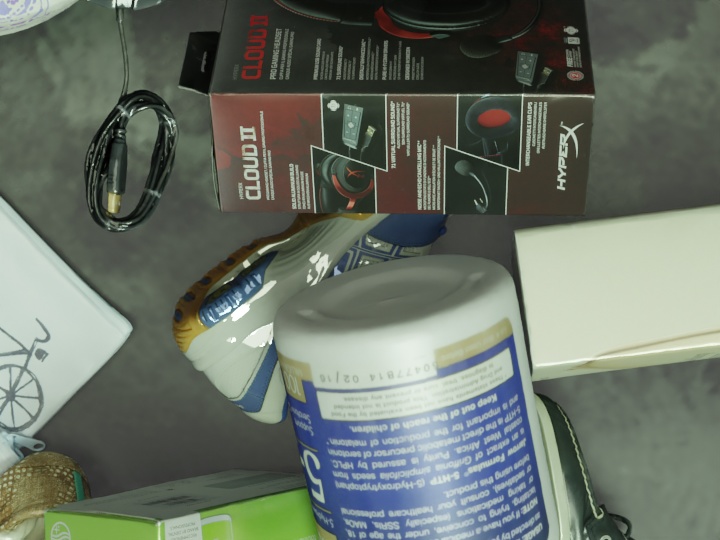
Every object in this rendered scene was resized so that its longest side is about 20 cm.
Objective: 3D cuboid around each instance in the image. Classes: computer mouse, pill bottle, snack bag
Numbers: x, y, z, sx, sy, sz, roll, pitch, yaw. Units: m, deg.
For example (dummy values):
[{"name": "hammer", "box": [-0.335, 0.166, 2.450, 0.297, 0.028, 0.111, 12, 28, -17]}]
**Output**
[{"name": "computer mouse", "box": [-0.115, -0.119, 0.833, 0.059, 0.034, 0.200, -3, 92, -20]}, {"name": "pill bottle", "box": [0.034, 0.103, 0.845, 0.119, 0.120, 0.200, -11, 105, 3]}, {"name": "snack bag", "box": [-0.249, 0.039, 0.943, 0.200, 0.021, 0.189, -44, 89, 3]}]

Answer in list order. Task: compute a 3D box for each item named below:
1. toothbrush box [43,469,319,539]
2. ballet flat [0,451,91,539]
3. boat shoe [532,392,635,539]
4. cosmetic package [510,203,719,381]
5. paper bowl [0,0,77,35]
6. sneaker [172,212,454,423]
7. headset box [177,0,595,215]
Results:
[{"name": "toothbrush box", "box": [-0.075, 0.210, 0.869, 0.086, 0.145, 0.200, 0, 92, 39]}, {"name": "ballet flat", "box": [-0.213, 0.185, 0.918, 0.070, 0.065, 0.200, 33, 96, -35]}, {"name": "boat shoe", "box": [0.118, 0.160, 0.909, 0.066, 0.074, 0.200, -8, 82, -25]}, {"name": "cosmetic package", "box": [0.179, 0.007, 0.877, 0.200, 0.104, 0.073, -8, 82, 4]}, {"name": "paper bowl", "box": [-0.206, -0.217, 0.872, 0.200, 0.104, 0.201, 0, 89, -19]}, {"name": "sneaker", "box": [0.000, 0.000, 0.914, 0.200, 0.075, 0.088, -35, 108, 5]}, {"name": "headset box", "box": [0.011, -0.100, 0.857, 0.200, 0.149, 0.075, 1, 130, 3]}]
